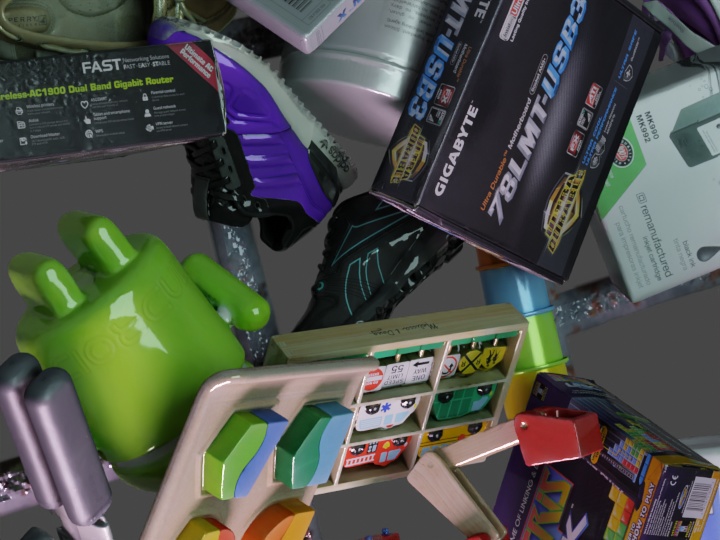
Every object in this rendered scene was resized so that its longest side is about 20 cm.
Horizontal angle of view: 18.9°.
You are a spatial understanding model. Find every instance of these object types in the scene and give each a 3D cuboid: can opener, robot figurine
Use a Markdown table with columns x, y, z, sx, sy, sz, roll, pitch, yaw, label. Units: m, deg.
| x | y | z | sx | sy | sz | roll | pitch | yaw | label |
| --- | --- | --- | --- | --- | --- | --- | --- | --- | --- |
| -0.187 | 0.142 | 1.313 | 0.067 | 0.053 | 0.201 | -47 | 142 | -32 | can opener |
| -0.141 | 0.058 | 1.388 | 0.175 | 0.116 | 0.200 | -43 | 111 | -19 | robot figurine |

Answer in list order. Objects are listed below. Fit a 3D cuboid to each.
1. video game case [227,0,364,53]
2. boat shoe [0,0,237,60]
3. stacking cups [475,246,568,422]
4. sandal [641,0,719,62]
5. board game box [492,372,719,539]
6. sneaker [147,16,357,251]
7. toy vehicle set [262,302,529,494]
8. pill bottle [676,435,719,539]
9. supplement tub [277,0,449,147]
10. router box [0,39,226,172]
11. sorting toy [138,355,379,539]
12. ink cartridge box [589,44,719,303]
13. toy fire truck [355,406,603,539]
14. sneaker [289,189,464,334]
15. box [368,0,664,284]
| x | y | z | sx | sy | sz | roll | pitch | yaw | label |
| --- | --- | --- | --- | --- | --- | --- | --- | --- | --- |
| -0.048 | -0.254 | 1.435 | 0.182 | 0.200 | 0.022 | -46 | 154 | -19 | video game case |
| -0.160 | -0.173 | 1.424 | 0.200 | 0.063 | 0.074 | -8 | 91 | -32 | boat shoe |
| 0.109 | 0.015 | 1.587 | 0.060 | 0.060 | 0.201 | -16 | 93 | -32 | stacking cups |
| 0.257 | -0.174 | 1.678 | 0.050 | 0.082 | 0.203 | -41 | 108 | -22 | sandal |
| 0.155 | 0.194 | 1.501 | 0.056 | 0.165 | 0.201 | 9 | 104 | -32 | board game box |
| -0.085 | -0.082 | 1.445 | 0.100 | 0.069 | 0.200 | -54 | 130 | -11 | sneaker |
| 0.016 | 0.091 | 1.498 | 0.199 | 0.027 | 0.125 | -8 | 127 | -32 | toy vehicle set |
| 0.264 | 0.229 | 1.635 | 0.112 | 0.112 | 0.201 | -5 | 90 | -32 | pill bottle |
| 0.025 | -0.199 | 1.503 | 0.132 | 0.132 | 0.201 | 22 | 76 | -29 | supplement tub |
| -0.204 | -0.096 | 1.341 | 0.199 | 0.150 | 0.062 | -9 | 92 | -33 | router box |
| -0.072 | 0.145 | 1.379 | 0.185 | 0.036 | 0.201 | -2 | 122 | -60 | sorting toy |
| 0.262 | -0.084 | 1.620 | 0.199 | 0.084 | 0.147 | -23 | 101 | 0 | ink cartridge box |
| 0.071 | 0.171 | 1.477 | 0.049 | 0.199 | 0.142 | -8 | 90 | -65 | toy fire truck |
| 0.000 | 0.000 | 1.522 | 0.079 | 0.075 | 0.200 | 41 | 71 | 10 | sneaker |
| 0.112 | -0.110 | 1.476 | 0.198 | 0.050 | 0.201 | 25 | 87 | -53 | box |
